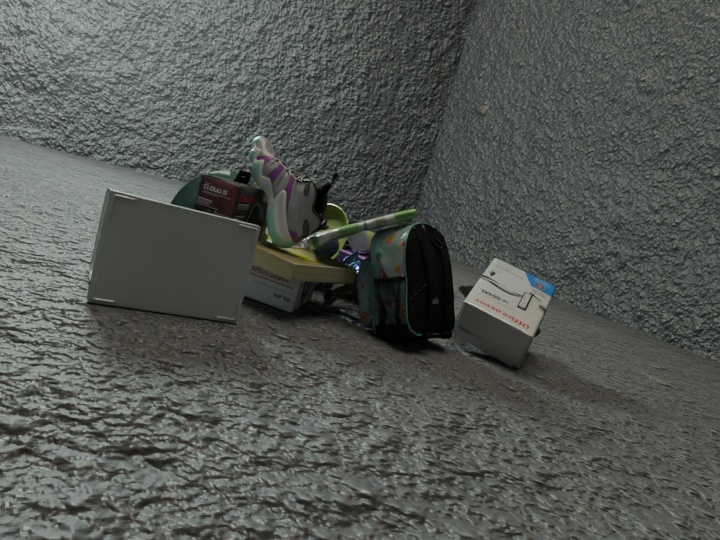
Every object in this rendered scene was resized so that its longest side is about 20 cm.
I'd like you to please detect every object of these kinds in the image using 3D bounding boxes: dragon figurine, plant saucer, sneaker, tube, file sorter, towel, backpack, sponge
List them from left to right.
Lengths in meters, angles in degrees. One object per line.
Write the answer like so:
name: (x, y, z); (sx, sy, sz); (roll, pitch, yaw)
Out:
file sorter: (-0.266, -0.024, 0.799); (0.197, 0.141, 0.124); (12, 6, -32)
plant saucer: (-0.272, -0.092, 1.101); (0.198, 0.202, 0.036); (9, 28, -43)
sneaker: (-0.134, -0.019, 1.174); (0.196, 0.076, 0.088); (-16, 24, -5)
sneaker: (-0.104, -0.152, 0.979); (0.138, 0.204, 0.078); (-19, -6, 14)
plant saucer: (-0.108, -0.061, 1.295); (0.198, 0.202, 0.031); (23, -16, 40)
dragon figurine: (0.000, 0.000, 1.129); (0.098, 0.060, 0.200); (7, 38, 41)
towel: (0.000, -0.073, 1.049); (0.196, 0.031, 0.149); (-15, 6, -2)
sponge: (0.028, -0.018, 1.285); (0.110, 0.030, 0.200); (19, 8, 15)
tube: (0.032, -0.061, 1.327); (0.059, 0.052, 0.199); (59, 17, 17)
backpack: (0.085, 0.018, 1.035); (0.151, 0.205, 0.174); (1, -3, 40)

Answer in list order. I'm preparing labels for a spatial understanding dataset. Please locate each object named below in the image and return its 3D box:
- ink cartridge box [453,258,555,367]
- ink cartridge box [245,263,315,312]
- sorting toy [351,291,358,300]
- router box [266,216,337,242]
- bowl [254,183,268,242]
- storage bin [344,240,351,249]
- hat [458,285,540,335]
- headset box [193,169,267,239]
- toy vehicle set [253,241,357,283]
ink cartridge box: (0.289, 0.078, 1.142); (0.144, 0.085, 0.200); (27, 37, 16)
ink cartridge box: (-0.152, 0.017, 1.019); (0.114, 0.068, 0.200); (19, 7, 5)
sorting toy: (0.072, 0.046, 1.302); (0.195, 0.071, 0.200); (19, 8, 13)
router box: (-0.141, -0.082, 1.399); (0.199, 0.158, 0.052); (24, -17, 47)
bowl: (-0.262, -0.088, 1.244); (0.108, 0.199, 0.200); (50, 3, -9)
storage bin: (0.032, -0.005, 1.499); (0.196, 0.095, 0.135); (17, 7, -4)
hat: (0.292, 0.114, 1.269); (0.197, 0.082, 0.201); (19, 24, -9)
headset box: (-0.230, -0.075, 0.994); (0.074, 0.204, 0.149); (18, 7, 11)
toy vehicle set: (-0.105, -0.014, 0.986); (0.123, 0.027, 0.199); (23, 9, 28)
